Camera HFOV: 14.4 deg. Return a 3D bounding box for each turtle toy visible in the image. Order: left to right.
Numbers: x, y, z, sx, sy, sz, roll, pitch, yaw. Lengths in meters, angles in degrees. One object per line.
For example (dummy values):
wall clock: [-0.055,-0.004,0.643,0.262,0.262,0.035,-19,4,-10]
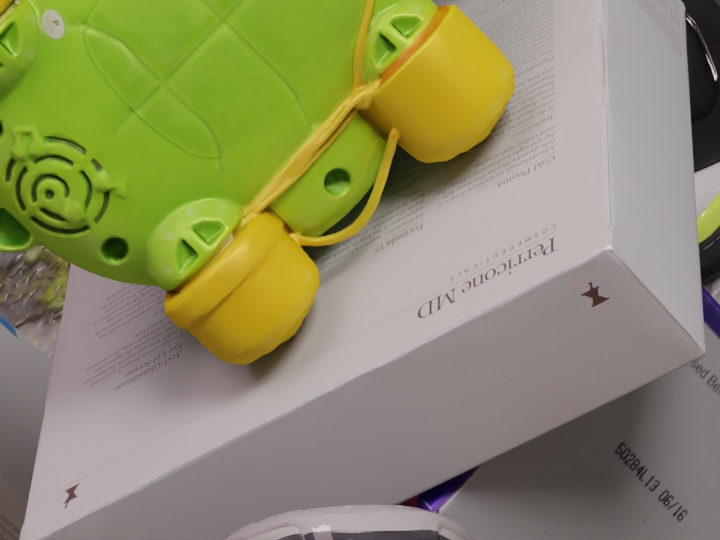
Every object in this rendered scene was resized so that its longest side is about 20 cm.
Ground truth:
turtle toy: [-0.032,-0.079,0.778,0.200,0.146,0.101,-45,10,-1]

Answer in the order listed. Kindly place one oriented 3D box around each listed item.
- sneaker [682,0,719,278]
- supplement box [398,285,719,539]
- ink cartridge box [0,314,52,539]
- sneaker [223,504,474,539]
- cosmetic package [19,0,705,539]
sneaker: [0.112,-0.087,0.943,0.072,0.083,0.200,-16,41,38]
supplement box: [0.036,0.032,0.876,0.103,0.101,0.200,-48,31,-5]
ink cartridge box: [-0.210,0.087,1.057,0.200,0.145,0.085,-30,34,23]
sneaker: [-0.009,0.143,0.776,0.200,0.077,0.112,109,160,-60]
cosmetic package: [0.000,0.000,0.808,0.200,0.052,0.151,-28,33,26]
